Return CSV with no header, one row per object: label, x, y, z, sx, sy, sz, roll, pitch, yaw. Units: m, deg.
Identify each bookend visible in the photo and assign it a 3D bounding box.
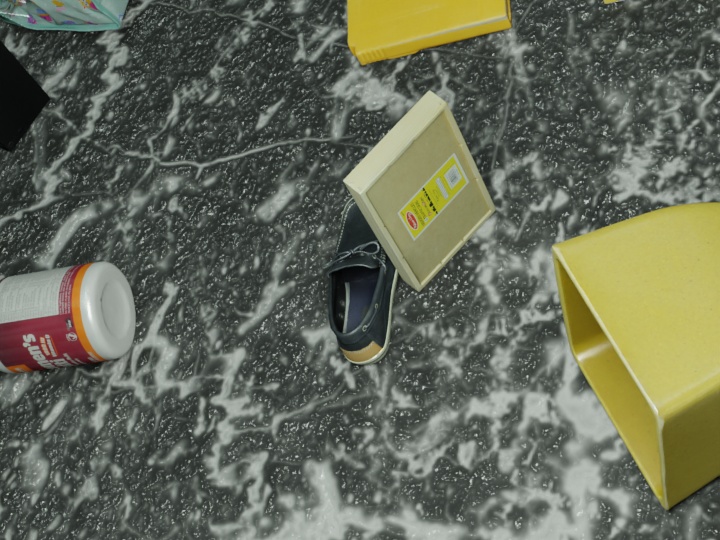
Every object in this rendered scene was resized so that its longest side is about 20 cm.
bookend,-0.535,-0.270,1.740,0.197,0.200,0.093,24,72,31

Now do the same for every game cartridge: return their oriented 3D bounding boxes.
game cartridge,0.079,-0.341,1.632,0.197,0.032,0.178,-12,58,19

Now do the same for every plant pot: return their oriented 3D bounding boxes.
plant pot,0.308,0.054,1.215,0.198,0.196,0.195,-26,55,-2

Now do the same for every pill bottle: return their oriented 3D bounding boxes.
pill bottle,-0.363,0.057,1.535,0.197,0.110,0.111,-9,59,18

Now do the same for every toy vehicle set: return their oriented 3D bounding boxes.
toy vehicle set,0.064,-0.076,1.378,0.124,0.200,0.026,-46,56,-9

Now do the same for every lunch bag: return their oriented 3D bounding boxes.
lunch bag,-0.395,-0.413,1.815,0.198,0.122,0.172,3,65,33

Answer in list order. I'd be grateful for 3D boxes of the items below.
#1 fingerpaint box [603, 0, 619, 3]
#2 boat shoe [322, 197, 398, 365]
fingerpaint box,0.363,-0.399,1.517,0.197,0.073,0.169,-5,60,20
boat shoe,0.000,0.000,1.444,0.074,0.062,0.202,-12,57,24
